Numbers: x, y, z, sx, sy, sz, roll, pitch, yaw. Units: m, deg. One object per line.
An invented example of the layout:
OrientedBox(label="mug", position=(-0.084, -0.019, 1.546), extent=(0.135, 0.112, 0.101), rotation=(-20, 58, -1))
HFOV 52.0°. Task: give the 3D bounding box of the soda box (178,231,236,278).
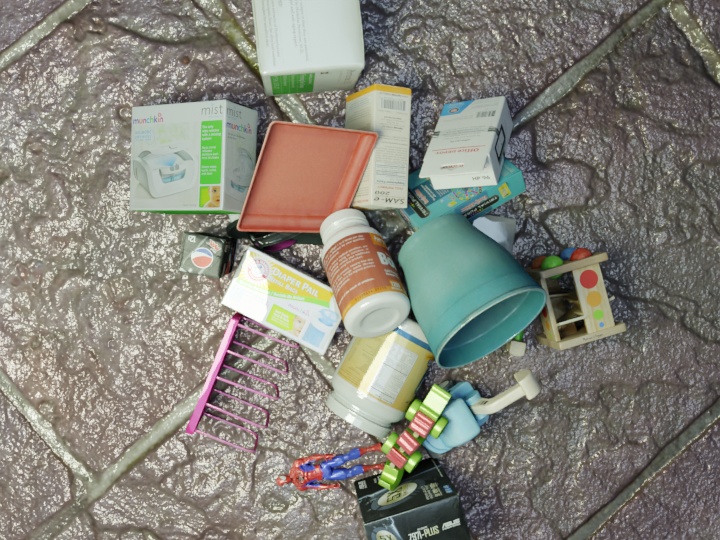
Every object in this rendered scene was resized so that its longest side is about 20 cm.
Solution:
OrientedBox(label="soda box", position=(-0.250, -0.028, 1.223), extent=(0.070, 0.200, 0.064), rotation=(11, 92, -5))

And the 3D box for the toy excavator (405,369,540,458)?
OrientedBox(label="toy excavator", position=(0.194, 0.242, 1.270), extent=(0.194, 0.200, 0.100), rotation=(-32, 94, -18))

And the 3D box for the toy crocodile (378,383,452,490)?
OrientedBox(label="toy crocodile", position=(0.088, 0.279, 1.237), extent=(0.067, 0.062, 0.201), rotation=(37, 106, 15))

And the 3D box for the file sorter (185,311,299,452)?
OrientedBox(label="file sorter", position=(-0.196, 0.190, 1.264), extent=(0.124, 0.139, 0.202), rotation=(22, 90, -6))

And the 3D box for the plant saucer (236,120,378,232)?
OrientedBox(label="plant saucer", position=(-0.091, -0.152, 1.189), extent=(0.198, 0.037, 0.201), rotation=(-1, 131, -35))

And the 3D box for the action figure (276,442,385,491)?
OrientedBox(label="action figure", position=(-0.054, 0.358, 1.328), extent=(0.198, 0.052, 0.066), rotation=(-12, 96, -2))

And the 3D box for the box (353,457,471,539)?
OrientedBox(label="box", position=(0.082, 0.410, 1.262), extent=(0.162, 0.200, 0.087), rotation=(-16, 95, -3))

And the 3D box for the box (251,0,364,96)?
OrientedBox(label="box", position=(-0.091, -0.410, 1.228), extent=(0.169, 0.199, 0.202), rotation=(-7, 94, -5))

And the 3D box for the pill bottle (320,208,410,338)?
OrientedBox(label="pill bottle", position=(0.000, 0.000, 1.213), extent=(0.111, 0.113, 0.201), rotation=(-19, 57, -4))

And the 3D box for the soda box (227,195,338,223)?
OrientedBox(label="soda box", position=(-0.138, -0.130, 1.298), extent=(0.198, 0.063, 0.069), rotation=(-19, 92, -4))

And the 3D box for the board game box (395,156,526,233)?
OrientedBox(label="board game box", position=(0.162, -0.141, 1.282), extent=(0.199, 0.151, 0.047), rotation=(-30, 130, -3))

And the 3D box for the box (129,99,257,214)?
OrientedBox(label="box", position=(-0.277, -0.184, 1.230), extent=(0.198, 0.096, 0.179), rotation=(3, 92, 27))

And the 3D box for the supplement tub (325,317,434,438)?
OrientedBox(label="supplement tub", position=(0.038, 0.171, 1.281), extent=(0.144, 0.145, 0.201), rotation=(29, 89, -5))

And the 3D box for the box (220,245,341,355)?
OrientedBox(label="box", position=(-0.129, 0.049, 1.284), extent=(0.199, 0.101, 0.113), rotation=(26, 90, -5))

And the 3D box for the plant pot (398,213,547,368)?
OrientedBox(label="plant pot", position=(0.161, 0.020, 1.172), extent=(0.199, 0.200, 0.189), rotation=(-29, 63, -3))

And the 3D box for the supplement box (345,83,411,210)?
OrientedBox(label="supplement box", position=(0.027, -0.207, 1.273), extent=(0.073, 0.126, 0.202), rotation=(2, 92, -25))

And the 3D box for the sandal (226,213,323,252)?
OrientedBox(label="sandal", position=(-0.130, -0.060, 1.266), extent=(0.198, 0.075, 0.048), rotation=(2, 62, -26))

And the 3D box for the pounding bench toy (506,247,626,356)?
OrientedBox(label="pounding bench toy", position=(0.338, 0.053, 1.312), extent=(0.198, 0.124, 0.158), rotation=(-16, 93, -4))

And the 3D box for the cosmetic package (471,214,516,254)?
OrientedBox(label="cosmetic package", position=(0.213, 0.002, 1.311), extent=(0.089, 0.107, 0.202), rotation=(5, 89, -6))

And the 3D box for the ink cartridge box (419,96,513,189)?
OrientedBox(label="ink cartridge box", position=(0.181, -0.203, 1.247), extent=(0.115, 0.201, 0.068), rotation=(-2, 136, 28))
